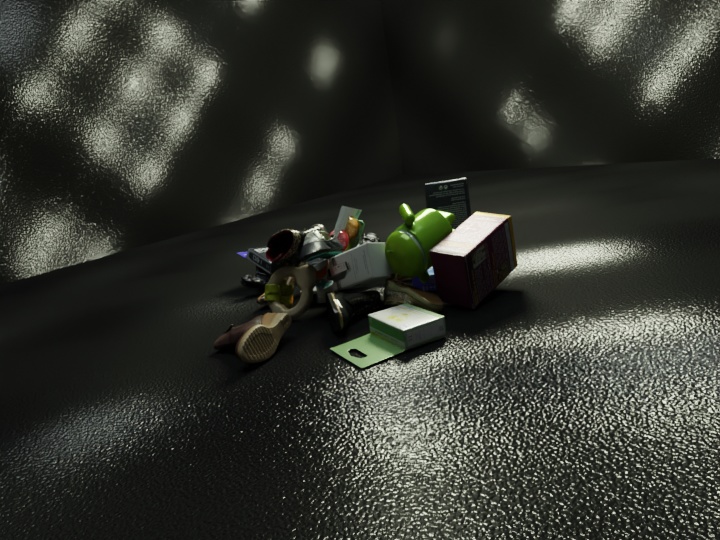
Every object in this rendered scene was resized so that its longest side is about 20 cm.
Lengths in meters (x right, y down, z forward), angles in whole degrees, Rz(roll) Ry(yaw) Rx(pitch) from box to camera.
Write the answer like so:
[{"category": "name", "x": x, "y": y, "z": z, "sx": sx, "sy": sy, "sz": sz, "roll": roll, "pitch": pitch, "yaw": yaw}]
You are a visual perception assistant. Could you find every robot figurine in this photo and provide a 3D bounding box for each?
[{"category": "robot figurine", "x": 0.137, "y": -0.063, "z": 1.465, "sx": 0.198, "sy": 0.179, "sz": 0.114, "roll": -36, "pitch": 34, "yaw": -28}]

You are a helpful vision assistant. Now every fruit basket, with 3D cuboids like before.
[{"category": "fruit basket", "x": -0.060, "y": -0.096, "z": 1.878, "sx": 0.092, "sy": 0.191, "sz": 0.199, "roll": 21, "pitch": 8, "yaw": 19}]

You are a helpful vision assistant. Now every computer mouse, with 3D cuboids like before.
[{"category": "computer mouse", "x": -0.279, "y": 0.019, "z": 1.902, "sx": 0.134, "sy": 0.054, "sz": 0.201, "roll": 7, "pitch": 20, "yaw": -4}]

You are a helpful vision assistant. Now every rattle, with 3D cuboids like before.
[{"category": "rattle", "x": -0.126, "y": 0.043, "z": 1.561, "sx": 0.197, "sy": 0.133, "sz": 0.142, "roll": -33, "pitch": -32, "yaw": 15}]

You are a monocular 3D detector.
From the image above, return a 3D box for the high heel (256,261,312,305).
[{"category": "high heel", "x": -0.208, "y": 0.005, "z": 1.713, "sx": 0.197, "sy": 0.147, "sz": 0.070, "roll": -21, "pitch": 17, "yaw": -39}]

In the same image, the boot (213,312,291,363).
[{"category": "boot", "x": -0.249, "y": 0.154, "z": 1.358, "sx": 0.162, "sy": 0.074, "sz": 0.200, "roll": -17, "pitch": 11, "yaw": 26}]

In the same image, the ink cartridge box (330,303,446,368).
[{"category": "ink cartridge box", "x": 0.051, "y": 0.123, "z": 1.263, "sx": 0.195, "sy": 0.050, "sz": 0.144, "roll": -14, "pitch": 15, "yaw": -26}]

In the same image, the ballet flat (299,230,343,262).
[{"category": "ballet flat", "x": -0.100, "y": -0.059, "z": 1.516, "sx": 0.071, "sy": 0.076, "sz": 0.199, "roll": -4, "pitch": 3, "yaw": 21}]

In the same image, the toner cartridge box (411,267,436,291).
[{"category": "toner cartridge box", "x": 0.230, "y": 0.012, "z": 1.589, "sx": 0.193, "sy": 0.045, "sz": 0.095, "roll": -6, "pitch": 16, "yaw": 16}]

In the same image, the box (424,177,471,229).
[{"category": "box", "x": 0.239, "y": -0.123, "z": 1.697, "sx": 0.113, "sy": 0.207, "sz": 0.196, "roll": -7, "pitch": -3, "yaw": 9}]

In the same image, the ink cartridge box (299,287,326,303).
[{"category": "ink cartridge box", "x": -0.087, "y": 0.040, "z": 1.714, "sx": 0.096, "sy": 0.040, "sz": 0.200, "roll": -6, "pitch": 16, "yaw": 17}]

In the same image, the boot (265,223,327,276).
[{"category": "boot", "x": -0.186, "y": -0.044, "z": 1.590, "sx": 0.198, "sy": 0.075, "sz": 0.150, "roll": -35, "pitch": -10, "yaw": 25}]

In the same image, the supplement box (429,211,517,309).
[{"category": "supplement box", "x": 0.258, "y": -0.027, "z": 1.438, "sx": 0.101, "sy": 0.134, "sz": 0.199, "roll": 11, "pitch": 36, "yaw": 42}]

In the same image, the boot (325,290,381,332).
[{"category": "boot", "x": -0.007, "y": 0.078, "z": 1.440, "sx": 0.134, "sy": 0.080, "sz": 0.200, "roll": -6, "pitch": 14, "yaw": -6}]

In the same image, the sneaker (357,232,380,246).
[{"category": "sneaker", "x": 0.015, "y": -0.058, "z": 1.861, "sx": 0.069, "sy": 0.101, "sz": 0.200, "roll": 19, "pitch": 15, "yaw": 10}]

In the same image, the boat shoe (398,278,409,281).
[{"category": "boat shoe", "x": 0.096, "y": -0.007, "z": 1.704, "sx": 0.194, "sy": 0.078, "sz": 0.072, "roll": -8, "pitch": 15, "yaw": 16}]

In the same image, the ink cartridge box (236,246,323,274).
[{"category": "ink cartridge box", "x": -0.242, "y": -0.040, "z": 1.937, "sx": 0.197, "sy": 0.045, "sz": 0.195, "roll": 27, "pitch": 23, "yaw": 35}]

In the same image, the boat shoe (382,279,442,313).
[{"category": "boat shoe", "x": 0.114, "y": 0.070, "z": 1.427, "sx": 0.071, "sy": 0.065, "sz": 0.199, "roll": 13, "pitch": 5, "yaw": -28}]

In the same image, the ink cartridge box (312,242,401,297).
[{"category": "ink cartridge box", "x": 0.000, "y": 0.000, "z": 1.551, "sx": 0.144, "sy": 0.086, "sz": 0.197, "roll": -4, "pitch": -13, "yaw": -46}]
